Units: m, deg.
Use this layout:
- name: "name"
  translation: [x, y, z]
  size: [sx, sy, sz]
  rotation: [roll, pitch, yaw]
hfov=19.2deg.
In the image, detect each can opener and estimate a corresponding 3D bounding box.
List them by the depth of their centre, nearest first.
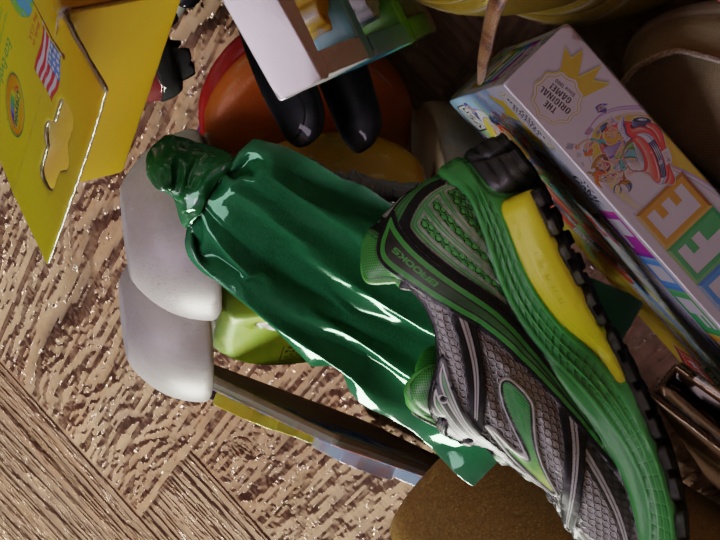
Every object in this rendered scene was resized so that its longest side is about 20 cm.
- name: "can opener"
  translation: [-0.038, -0.123, 0.900]
  size: [0.200, 0.063, 0.079]
  rotation: [59, 145, 36]

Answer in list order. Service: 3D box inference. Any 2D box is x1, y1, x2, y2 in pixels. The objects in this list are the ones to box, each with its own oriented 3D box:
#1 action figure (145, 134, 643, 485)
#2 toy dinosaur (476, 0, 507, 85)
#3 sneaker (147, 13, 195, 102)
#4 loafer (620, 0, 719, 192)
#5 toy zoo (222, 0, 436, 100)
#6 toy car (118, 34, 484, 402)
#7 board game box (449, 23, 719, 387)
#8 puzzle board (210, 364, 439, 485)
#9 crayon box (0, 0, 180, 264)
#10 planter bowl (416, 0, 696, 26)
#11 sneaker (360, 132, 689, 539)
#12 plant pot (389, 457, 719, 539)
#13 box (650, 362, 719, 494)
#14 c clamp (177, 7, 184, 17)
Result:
- name: "action figure"
  translation: [0.000, 0.000, 0.865]
  size: [0.199, 0.055, 0.118]
  rotation: [30, 116, -19]
- name: "toy dinosaur"
  translation: [0.099, -0.135, 0.693]
  size: [0.199, 0.060, 0.107]
  rotation: [-13, 88, 32]
- name: "sneaker"
  translation: [-0.166, -0.127, 1.060]
  size: [0.200, 0.098, 0.071]
  rotation: [36, 151, 35]
- name: "loafer"
  translation: [0.166, -0.039, 0.765]
  size: [0.200, 0.068, 0.076]
  rotation: [25, 143, 38]
- name: "toy zoo"
  translation: [-0.029, -0.136, 0.804]
  size: [0.020, 0.200, 0.132]
  rotation: [-24, 94, 20]
- name: "toy car"
  translation: [-0.028, -0.035, 0.982]
  size: [0.200, 0.174, 0.151]
  rotation: [102, 159, -61]
- name: "board game box"
  translation: [0.122, -0.007, 0.836]
  size: [0.200, 0.034, 0.134]
  rotation: [48, 176, -5]
- name: "puzzle board"
  translation: [-0.007, 0.088, 1.100]
  size: [0.150, 0.017, 0.200]
  rotation: [23, 179, 41]
- name: "crayon box"
  translation: [-0.125, -0.120, 0.809]
  size: [0.201, 0.051, 0.127]
  rotation: [65, 153, 20]
- name: "planter bowl"
  translation: [0.039, -0.158, 0.788]
  size: [0.200, 0.083, 0.201]
  rotation: [36, 149, 26]
- name: "sneaker"
  translation: [0.068, 0.051, 0.827]
  size: [0.201, 0.085, 0.078]
  rotation: [62, -171, -7]
- name: "plant pot"
  translation: [0.112, 0.164, 0.986]
  size: [0.200, 0.186, 0.187]
  rotation: [46, 152, 20]
- name: "box"
  translation: [0.200, 0.111, 0.855]
  size: [0.163, 0.021, 0.200]
  rotation: [37, 177, 23]
- name: "c clamp"
  translation: [-0.133, -0.199, 1.043]
  size: [0.170, 0.027, 0.201]
  rotation: [16, 138, 48]
